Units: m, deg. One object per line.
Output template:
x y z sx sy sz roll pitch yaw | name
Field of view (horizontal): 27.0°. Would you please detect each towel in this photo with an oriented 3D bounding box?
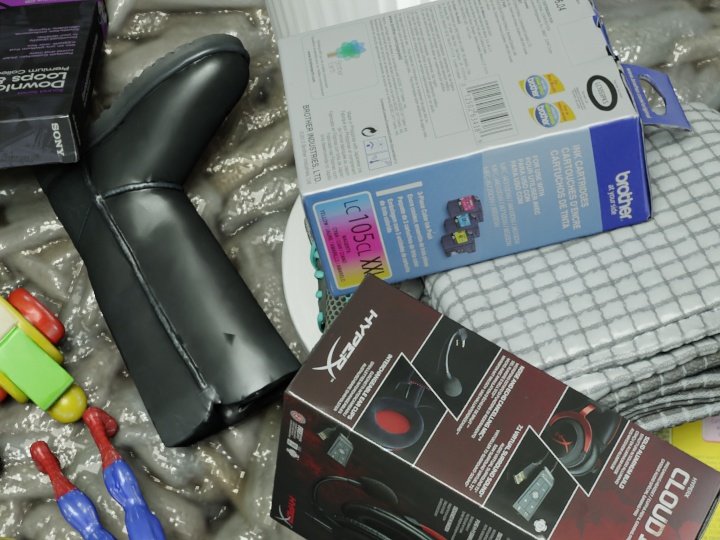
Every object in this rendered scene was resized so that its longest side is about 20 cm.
0.135 0.008 0.782 0.200 0.086 0.166 -20 42 -4 | towel

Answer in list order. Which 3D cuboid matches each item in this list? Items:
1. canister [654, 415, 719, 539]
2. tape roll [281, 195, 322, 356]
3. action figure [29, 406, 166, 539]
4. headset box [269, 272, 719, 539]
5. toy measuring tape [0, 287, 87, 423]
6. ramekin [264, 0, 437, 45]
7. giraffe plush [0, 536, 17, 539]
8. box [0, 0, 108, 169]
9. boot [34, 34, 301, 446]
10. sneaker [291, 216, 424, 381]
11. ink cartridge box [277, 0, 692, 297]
0.220 0.081 0.877 0.148 0.087 0.201 3 75 4 | canister
0.051 -0.001 0.932 0.202 0.037 0.203 -1 74 2 | tape roll
-0.118 0.182 0.876 0.065 0.099 0.200 -33 53 -4 | action figure
0.063 0.109 0.685 0.200 0.149 0.075 30 61 10 | headset box
-0.242 0.020 0.906 0.200 0.074 0.074 45 79 -9 | toy measuring tape
0.038 -0.160 0.904 0.202 0.202 0.095 -7 84 0 | ramekin
-0.265 0.202 0.816 0.200 0.162 0.173 41 79 12 | giraffe plush
-0.234 -0.119 0.919 0.143 0.036 0.200 -6 34 0 | box
-0.093 -0.016 0.901 0.165 0.066 0.200 -37 69 22 | boot
0.000 0.000 0.882 0.091 0.078 0.200 26 67 14 | sneaker
0.066 -0.077 0.774 0.199 0.076 0.137 -14 44 4 | ink cartridge box
